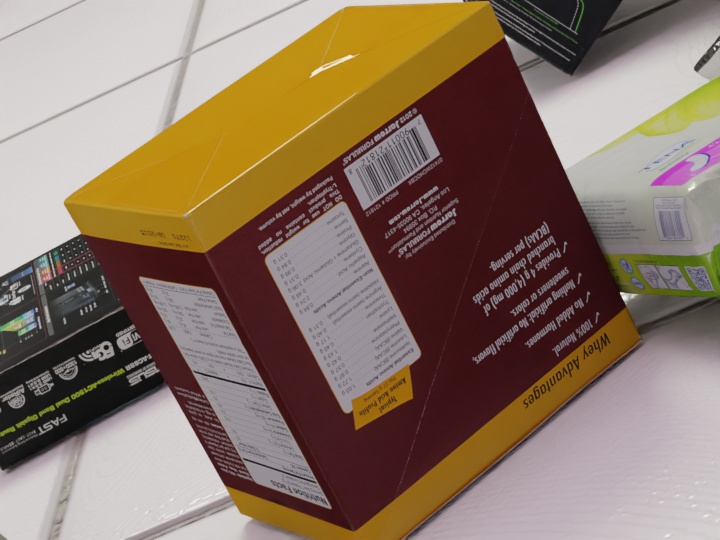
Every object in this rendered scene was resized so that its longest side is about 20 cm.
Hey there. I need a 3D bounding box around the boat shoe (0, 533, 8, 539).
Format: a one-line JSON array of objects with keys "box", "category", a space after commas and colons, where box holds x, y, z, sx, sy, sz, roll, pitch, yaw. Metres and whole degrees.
[{"box": [-0.251, 0.151, 1.196, 0.060, 0.072, 0.202, -33, 27, -21], "category": "boat shoe"}]

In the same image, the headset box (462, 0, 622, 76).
[{"box": [0.157, -0.266, 1.528, 0.200, 0.093, 0.174, -57, 15, 12], "category": "headset box"}]

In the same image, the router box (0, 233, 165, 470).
[{"box": [-0.193, 0.040, 1.398, 0.149, 0.062, 0.200, -27, 20, -3], "category": "router box"}]

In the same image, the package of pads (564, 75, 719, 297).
[{"box": [0.205, -0.057, 1.092, 0.200, 0.068, 0.154, -30, 13, -23], "category": "package of pads"}]

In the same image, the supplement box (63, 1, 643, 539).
[{"box": [0.000, 0.000, 1.055, 0.197, 0.200, 0.133, -37, 23, -24], "category": "supplement box"}]

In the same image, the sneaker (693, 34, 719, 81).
[{"box": [0.265, -0.129, 1.242, 0.070, 0.093, 0.200, -50, -2, -11], "category": "sneaker"}]
